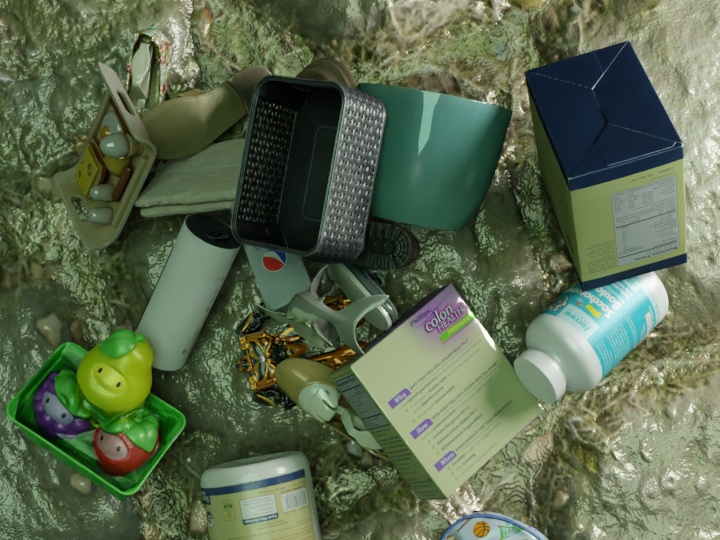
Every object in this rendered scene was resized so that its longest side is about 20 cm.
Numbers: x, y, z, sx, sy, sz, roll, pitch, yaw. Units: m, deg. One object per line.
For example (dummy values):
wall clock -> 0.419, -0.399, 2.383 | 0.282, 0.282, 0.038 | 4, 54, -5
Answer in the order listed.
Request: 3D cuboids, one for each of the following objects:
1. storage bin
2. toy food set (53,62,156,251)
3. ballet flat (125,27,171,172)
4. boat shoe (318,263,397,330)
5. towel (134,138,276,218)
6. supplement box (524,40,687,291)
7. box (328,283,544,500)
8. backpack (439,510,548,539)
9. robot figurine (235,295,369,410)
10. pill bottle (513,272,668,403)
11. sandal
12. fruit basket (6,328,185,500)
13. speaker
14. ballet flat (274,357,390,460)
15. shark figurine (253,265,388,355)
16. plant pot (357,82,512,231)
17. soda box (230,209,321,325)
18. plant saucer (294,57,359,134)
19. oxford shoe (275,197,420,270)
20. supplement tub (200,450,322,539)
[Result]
storage bin -> -0.061, -0.119, 1.329 | 0.134, 0.093, 0.202 | 12, 92, 33
toy food set -> -0.341, -0.145, 1.459 | 0.144, 0.060, 0.201 | 57, 131, 30
ballet flat -> -0.298, -0.233, 1.522 | 0.075, 0.064, 0.202 | 2, 88, 4
boat shoe -> 0.000, 0.000, 1.442 | 0.061, 0.073, 0.200 | -29, 43, -14
towel -> -0.188, -0.120, 1.454 | 0.198, 0.133, 0.035 | -2, 130, 32
supplement box -> 0.296, -0.124, 1.355 | 0.133, 0.201, 0.201 | -15, 47, 4
box -> 0.094, 0.153, 1.408 | 0.176, 0.097, 0.201 | -38, 92, -22
backpack -> 0.159, 0.401, 1.408 | 0.198, 0.154, 0.192 | 18, 78, 9
robot figurine -> -0.072, 0.101, 1.484 | 0.198, 0.058, 0.146 | -16, 85, 4
pill bottle -> 0.282, 0.075, 1.397 | 0.200, 0.111, 0.111 | -40, 84, -22
sandal -> -0.216, -0.211, 1.517 | 0.211, 0.070, 0.078 | -32, 107, -18
fruit basket -> -0.328, 0.173, 1.433 | 0.215, 0.216, 0.156 | 31, 55, 6
speaker -> -0.226, 0.029, 1.456 | 0.081, 0.081, 0.201 | 31, 114, 6
ballet flat -> -0.022, 0.178, 1.439 | 0.199, 0.063, 0.069 | 31, 112, -15
shark figurine -> -0.048, 0.035, 1.345 | 0.128, 0.214, 0.090 | 31, 77, -8
plant pot -> 0.080, -0.138, 1.420 | 0.199, 0.201, 0.163 | 11, 95, 6
soda box -> -0.116, -0.035, 1.467 | 0.068, 0.063, 0.201 | -24, 68, 2
plant saucer -> -0.057, -0.171, 1.441 | 0.029, 0.199, 0.202 | -2, 86, -33
oxford shoe -> -0.018, -0.040, 1.404 | 0.198, 0.084, 0.073 | 19, 96, 21
supplement tub -> -0.120, 0.341, 1.432 | 0.143, 0.144, 0.202 | -10, 86, 5
